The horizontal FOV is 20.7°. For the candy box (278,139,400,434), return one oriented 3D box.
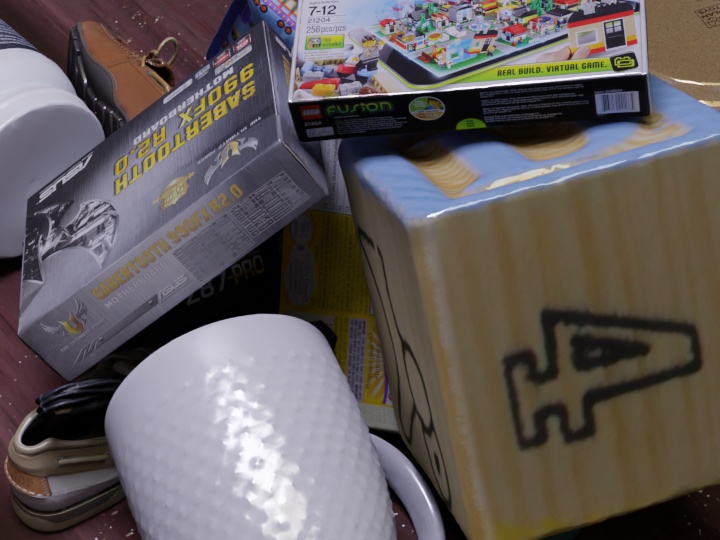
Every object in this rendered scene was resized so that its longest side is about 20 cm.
[{"bbox_3d":[0.000,0.000,1.241,0.101,0.202,0.026,7,15,12],"label":"candy box"}]

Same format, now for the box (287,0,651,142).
[{"bbox_3d":[0.062,-0.131,1.111,0.198,0.035,0.111,-4,52,9],"label":"box"}]

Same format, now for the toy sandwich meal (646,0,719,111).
[{"bbox_3d":[0.272,-0.163,1.491,0.203,0.071,0.206,-3,44,3],"label":"toy sandwich meal"}]

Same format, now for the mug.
[{"bbox_3d":[-0.034,0.141,1.152,0.199,0.148,0.176,6,45,-39],"label":"mug"}]

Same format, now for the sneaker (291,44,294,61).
[{"bbox_3d":[0.057,-0.128,1.176,0.200,0.067,0.108,19,61,21],"label":"sneaker"}]

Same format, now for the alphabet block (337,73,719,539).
[{"bbox_3d":[0.113,0.014,1.134,0.194,0.202,0.195,-15,20,-7],"label":"alphabet block"}]

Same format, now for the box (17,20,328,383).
[{"bbox_3d":[-0.116,-0.044,1.183,0.199,0.048,0.159,-35,29,15],"label":"box"}]

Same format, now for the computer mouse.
[{"bbox_3d":[-0.101,0.067,1.191,0.198,0.059,0.034,-13,84,-25],"label":"computer mouse"}]

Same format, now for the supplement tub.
[{"bbox_3d":[-0.286,-0.114,1.385,0.140,0.141,0.200,-32,53,-28],"label":"supplement tub"}]

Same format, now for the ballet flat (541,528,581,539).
[{"bbox_3d":[0.126,0.122,1.218,0.199,0.070,0.071,-29,32,-32],"label":"ballet flat"}]

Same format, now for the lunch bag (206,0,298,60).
[{"bbox_3d":[-0.027,-0.127,1.328,0.150,0.200,0.094,41,63,-3],"label":"lunch bag"}]

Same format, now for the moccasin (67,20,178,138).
[{"bbox_3d":[-0.164,-0.129,1.439,0.077,0.074,0.201,-8,27,-24],"label":"moccasin"}]

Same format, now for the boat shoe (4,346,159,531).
[{"bbox_3d":[-0.133,0.086,1.241,0.199,0.069,0.075,-34,55,-29],"label":"boat shoe"}]

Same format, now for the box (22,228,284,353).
[{"bbox_3d":[-0.106,-0.021,1.319,0.199,0.050,0.161,-24,22,-22],"label":"box"}]
